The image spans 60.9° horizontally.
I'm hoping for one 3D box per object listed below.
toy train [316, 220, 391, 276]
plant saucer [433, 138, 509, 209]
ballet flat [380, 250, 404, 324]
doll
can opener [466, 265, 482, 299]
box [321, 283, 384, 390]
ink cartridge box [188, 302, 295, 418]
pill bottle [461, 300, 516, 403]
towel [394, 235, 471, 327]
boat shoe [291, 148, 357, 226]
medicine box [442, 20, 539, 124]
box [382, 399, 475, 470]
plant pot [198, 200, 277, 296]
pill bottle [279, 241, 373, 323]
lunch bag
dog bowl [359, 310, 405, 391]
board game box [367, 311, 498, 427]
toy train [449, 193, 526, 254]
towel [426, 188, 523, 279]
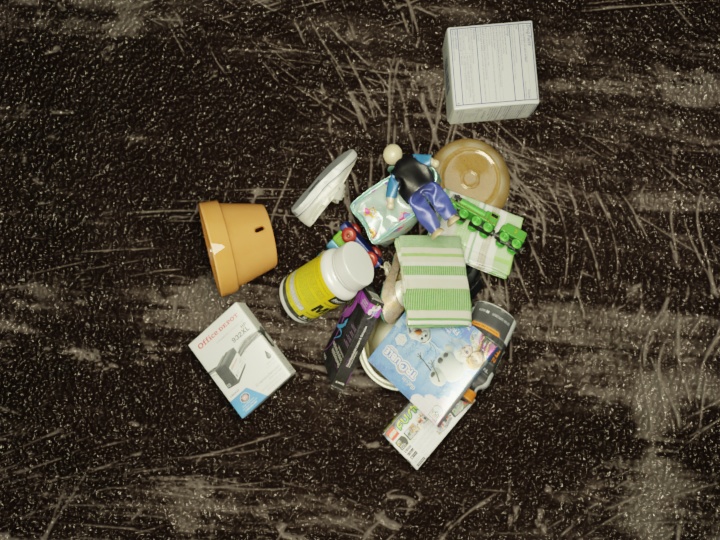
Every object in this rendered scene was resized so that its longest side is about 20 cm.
[{"bbox_3d":[0.000,0.000,1.374,0.115,0.085,0.201,-42,92,14],"label":"toy train"},{"bbox_3d":[0.248,-0.205,1.398,0.193,0.035,0.208,0,85,2],"label":"plant saucer"},{"bbox_3d":[0.090,0.021,1.301,0.066,0.068,0.204,-17,43,34],"label":"ballet flat"},{"bbox_3d":[0.108,-0.161,1.208,0.135,0.048,0.203,-35,87,5],"label":"doll"},{"bbox_3d":[0.262,-0.020,1.378,0.063,0.079,0.202,32,82,43],"label":"can opener"},{"bbox_3d":[-0.020,0.131,1.303,0.035,0.143,0.205,21,100,-17],"label":"box"},{"bbox_3d":[-0.260,0.195,1.355,0.144,0.084,0.202,-39,85,-1],"label":"ink cartridge box"},{"bbox_3d":[0.249,0.178,1.314,0.104,0.106,0.204,27,76,4],"label":"pill bottle"},{"bbox_3d":[0.150,0.020,1.260,0.147,0.024,0.206,1,62,-11],"label":"towel"},{"bbox_3d":[-0.069,-0.185,1.398,0.070,0.071,0.201,44,83,-22],"label":"boat shoe"},{"bbox_3d":[0.291,-0.443,1.383,0.193,0.103,0.189,-4,85,1],"label":"medicine box"},{"bbox_3d":[0.151,0.323,1.355,0.110,0.035,0.201,42,88,5],"label":"box"},{"bbox_3d":[-0.263,-0.059,1.334,0.136,0.200,0.207,-13,84,-16],"label":"plant pot"},{"bbox_3d":[-0.072,0.024,1.305,0.197,0.113,0.117,-29,83,36],"label":"pill bottle"},{"bbox_3d":[0.088,-0.152,1.320,0.198,0.170,0.123,-38,84,9],"label":"lunch bag"},{"bbox_3d":[0.088,0.159,1.353,0.193,0.074,0.208,0,84,2],"label":"dog bowl"},{"bbox_3d":[0.147,0.174,1.262,0.199,0.043,0.201,38,88,24],"label":"board game box"},{"bbox_3d":[0.267,-0.103,1.320,0.196,0.042,0.057,31,65,4],"label":"toy train"},{"bbox_3d":[0.250,-0.084,1.343,0.194,0.031,0.153,19,76,3],"label":"towel"}]
